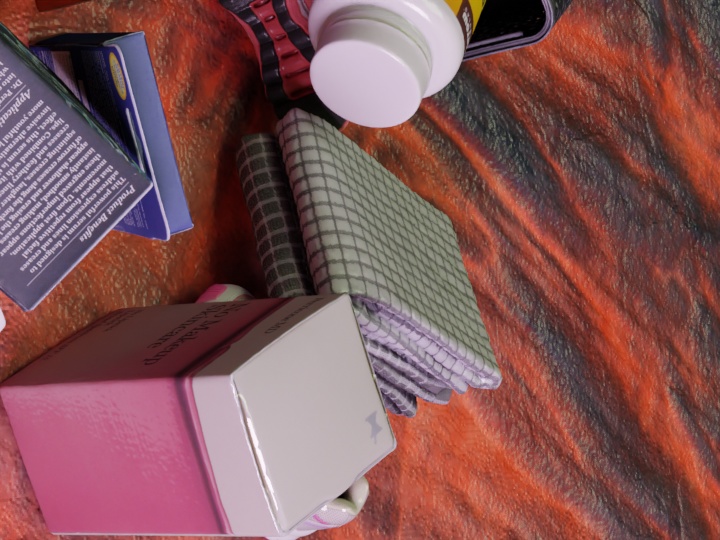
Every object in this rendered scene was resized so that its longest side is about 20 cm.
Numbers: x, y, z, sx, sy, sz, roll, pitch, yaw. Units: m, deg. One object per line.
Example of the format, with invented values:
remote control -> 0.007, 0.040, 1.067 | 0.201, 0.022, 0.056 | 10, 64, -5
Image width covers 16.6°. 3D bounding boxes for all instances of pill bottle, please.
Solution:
pill bottle -> 0.031, -0.193, 1.681 | 0.109, 0.109, 0.200 | 53, 41, -33

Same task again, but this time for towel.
towel -> 0.000, 0.000, 1.718 | 0.200, 0.085, 0.166 | 34, 32, -48

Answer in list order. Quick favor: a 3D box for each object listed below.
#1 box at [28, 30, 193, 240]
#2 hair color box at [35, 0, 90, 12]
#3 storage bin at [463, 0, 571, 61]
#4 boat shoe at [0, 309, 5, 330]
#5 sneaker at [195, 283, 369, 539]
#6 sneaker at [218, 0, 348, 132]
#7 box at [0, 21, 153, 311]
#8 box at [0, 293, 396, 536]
box -> -0.149, -0.084, 1.498 | 0.032, 0.200, 0.122 | -17, 101, -19
hair color box -> -0.176, -0.268, 1.507 | 0.101, 0.061, 0.201 | -30, 108, -57
storage bin -> 0.068, -0.264, 1.815 | 0.201, 0.135, 0.094 | 68, 29, -19
boat shoe -> -0.286, -0.009, 1.423 | 0.065, 0.073, 0.200 | -53, 128, -15
sneaker -> -0.050, 0.094, 1.677 | 0.081, 0.088, 0.200 | -49, 122, -42
sneaker -> -0.056, -0.193, 1.736 | 0.087, 0.074, 0.201 | -56, 128, -69
box -> -0.238, -0.097, 1.393 | 0.107, 0.148, 0.200 | -45, 131, 0
box -> -0.101, 0.090, 1.524 | 0.128, 0.199, 0.109 | -35, 113, -48
